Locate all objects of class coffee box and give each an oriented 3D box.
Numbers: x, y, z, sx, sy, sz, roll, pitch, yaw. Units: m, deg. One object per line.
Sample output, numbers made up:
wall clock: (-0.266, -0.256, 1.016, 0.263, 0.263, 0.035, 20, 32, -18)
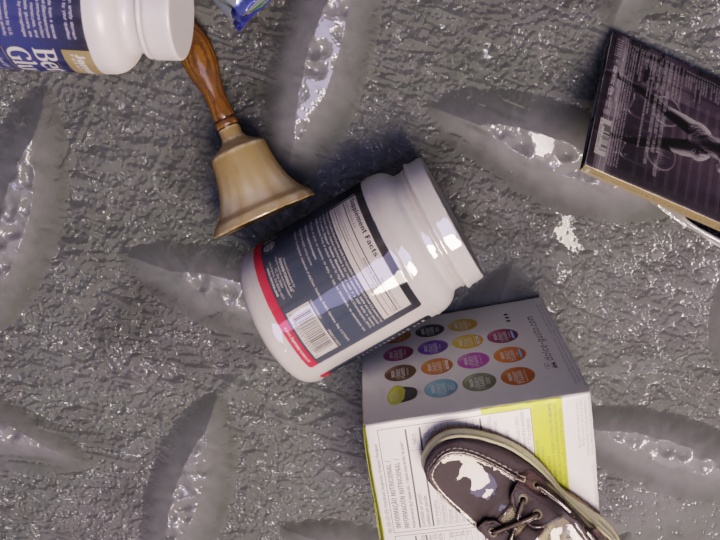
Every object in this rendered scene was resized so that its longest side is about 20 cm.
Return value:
coffee box: (0.108, 0.170, 0.782, 0.193, 0.200, 0.204, -9, 110, 3)

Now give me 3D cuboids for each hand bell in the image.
hand bell: (-0.128, -0.143, 0.756, 0.102, 0.104, 0.203, -23, 94, 8)

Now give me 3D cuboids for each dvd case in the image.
dvd case: (0.299, -0.116, 0.734, 0.197, 0.016, 0.151, 21, 66, -6)

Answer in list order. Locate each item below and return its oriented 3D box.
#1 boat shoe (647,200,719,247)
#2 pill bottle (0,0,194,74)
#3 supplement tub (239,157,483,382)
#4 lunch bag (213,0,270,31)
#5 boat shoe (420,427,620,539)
boat shoe: (0.307, -0.076, 0.767, 0.199, 0.069, 0.072, 39, 105, -11)
pill bottle: (-0.248, -0.227, 0.696, 0.195, 0.111, 0.113, 4, 109, 4)
supplement tub: (0.000, 0.000, 0.758, 0.198, 0.141, 0.142, -29, 106, 10)
lunch bag: (-0.077, -0.332, 0.664, 0.199, 0.124, 0.171, -39, 105, -2)
boat shoe: (0.135, 0.200, 0.651, 0.199, 0.065, 0.072, 38, 106, -11)
